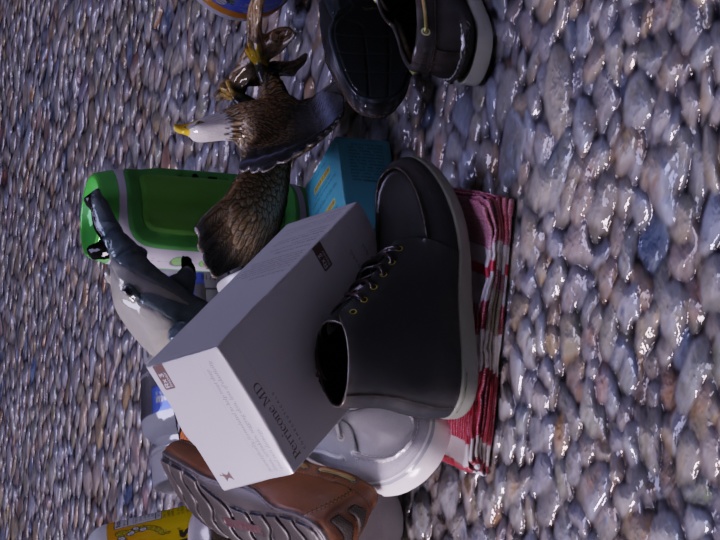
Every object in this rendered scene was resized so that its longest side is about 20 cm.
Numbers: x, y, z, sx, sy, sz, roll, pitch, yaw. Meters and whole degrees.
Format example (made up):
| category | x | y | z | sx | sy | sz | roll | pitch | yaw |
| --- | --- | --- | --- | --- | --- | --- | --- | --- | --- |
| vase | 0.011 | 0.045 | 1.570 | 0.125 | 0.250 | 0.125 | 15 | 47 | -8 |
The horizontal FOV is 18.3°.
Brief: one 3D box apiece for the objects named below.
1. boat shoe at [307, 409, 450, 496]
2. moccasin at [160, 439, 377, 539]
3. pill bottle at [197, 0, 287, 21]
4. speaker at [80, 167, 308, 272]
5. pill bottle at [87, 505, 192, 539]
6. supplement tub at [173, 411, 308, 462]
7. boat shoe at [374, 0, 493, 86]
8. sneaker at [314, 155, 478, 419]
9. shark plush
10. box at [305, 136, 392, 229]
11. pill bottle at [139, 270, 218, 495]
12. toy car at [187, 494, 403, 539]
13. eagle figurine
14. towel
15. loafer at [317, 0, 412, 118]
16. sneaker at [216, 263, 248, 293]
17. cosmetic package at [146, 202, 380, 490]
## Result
| category | x | y | z | sx | sy | sz | roll | pitch | yaw |
| --- | --- | --- | --- | --- | --- | --- | --- | --- | --- |
| boat shoe | -0.007 | 0.114 | 1.659 | 0.072 | 0.068 | 0.200 | -62 | 27 | -7 |
| moccasin | -0.071 | 0.158 | 1.668 | 0.201 | 0.078 | 0.074 | 5 | 131 | 47 |
| pill bottle | -0.082 | -0.311 | 1.971 | 0.200 | 0.111 | 0.113 | 133 | 136 | -61 |
| speaker | -0.139 | -0.041 | 1.950 | 0.088 | 0.199 | 0.089 | -176 | 90 | -69 |
| pill bottle | -0.175 | 0.269 | 1.962 | 0.113 | 0.199 | 0.113 | 167 | 90 | -88 |
| supplement tub | -0.093 | 0.144 | 1.906 | 0.201 | 0.122 | 0.123 | -106 | 28 | -42 |
| boat shoe | 0.043 | -0.211 | 1.689 | 0.202 | 0.060 | 0.072 | -113 | 33 | -50 |
| sneaker | 0.018 | 0.005 | 1.578 | 0.075 | 0.106 | 0.201 | -43 | 49 | 51 |
| shark plush | -0.166 | 0.021 | 1.871 | 0.200 | 0.083 | 0.091 | 45 | 150 | 17 |
| box | 0.000 | 0.000 | 1.784 | 0.082 | 0.049 | 0.201 | 124 | 145 | -54 |
| pill bottle | -0.148 | 0.102 | 2.074 | 0.114 | 0.113 | 0.201 | 138 | 132 | -62 |
| toy car | -0.051 | 0.254 | 1.732 | 0.150 | 0.174 | 0.200 | 62 | -147 | -31 |
| eagle figurine | -0.079 | -0.103 | 1.830 | 0.152 | 0.150 | 0.201 | 59 | -169 | -49 |
| towel | 0.067 | 0.040 | 1.638 | 0.144 | 0.023 | 0.201 | -167 | 81 | -70 |
| loafer | 0.004 | -0.178 | 1.792 | 0.201 | 0.072 | 0.073 | -96 | 12 | -50 |
| sneaker | -0.060 | 0.061 | 1.804 | 0.200 | 0.075 | 0.088 | 37 | -146 | -68 |
| cosmetic package | -0.050 | 0.052 | 1.601 | 0.081 | 0.200 | 0.113 | -17 | 113 | 40 |
